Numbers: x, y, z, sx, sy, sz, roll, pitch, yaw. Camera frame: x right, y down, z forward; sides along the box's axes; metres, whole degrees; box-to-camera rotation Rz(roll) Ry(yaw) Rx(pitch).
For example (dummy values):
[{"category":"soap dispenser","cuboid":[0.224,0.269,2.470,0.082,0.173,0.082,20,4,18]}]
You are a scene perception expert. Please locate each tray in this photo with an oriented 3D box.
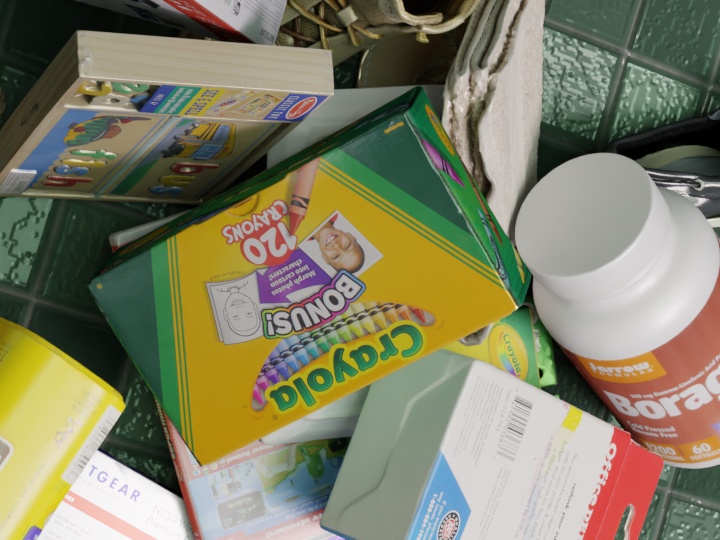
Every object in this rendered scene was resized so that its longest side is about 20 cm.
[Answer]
[{"category":"tray","cuboid":[0.000,0.000,1.225,0.107,0.022,0.201,-4,107,-20]}]

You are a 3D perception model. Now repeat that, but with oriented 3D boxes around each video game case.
[{"category":"video game case","cuboid":[-0.047,0.056,1.255,0.143,0.017,0.201,-18,97,-19]}]

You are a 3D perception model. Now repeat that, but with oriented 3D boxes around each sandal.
[{"category":"sandal","cuboid":[0.077,-0.159,1.299,0.078,0.070,0.212,42,80,-22]}]

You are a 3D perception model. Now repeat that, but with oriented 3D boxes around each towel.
[{"category":"towel","cuboid":[0.076,-0.070,1.245,0.200,0.034,0.133,87,19,-46]}]

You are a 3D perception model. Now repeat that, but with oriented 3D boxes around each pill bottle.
[{"category":"pill bottle","cuboid":[0.169,0.023,1.304,0.112,0.112,0.200,-51,135,-10]}]

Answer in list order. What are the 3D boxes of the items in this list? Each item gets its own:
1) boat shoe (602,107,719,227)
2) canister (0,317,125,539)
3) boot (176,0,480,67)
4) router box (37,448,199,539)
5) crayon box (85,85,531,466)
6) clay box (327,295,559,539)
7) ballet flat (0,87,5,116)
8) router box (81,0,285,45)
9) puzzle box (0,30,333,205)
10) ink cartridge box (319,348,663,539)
[{"category":"boat shoe","cuboid":[0.229,-0.072,1.367,0.199,0.075,0.066,-10,131,-13]},{"category":"canister","cuboid":[-0.220,0.125,1.169,0.087,0.148,0.200,38,80,-23]},{"category":"boot","cuboid":[-0.016,-0.138,1.216,0.200,0.155,0.073,-40,110,-13]},{"category":"router box","cuboid":[-0.138,0.210,1.266,0.200,0.049,0.180,34,83,-23]},{"category":"crayon box","cuboid":[-0.027,0.005,1.168,0.200,0.058,0.119,-28,102,18]},{"category":"clay box","cuboid":[0.035,0.087,1.323,0.200,0.048,0.115,-12,99,-19]},{"category":"ballet flat","cuboid":[-0.260,-0.143,1.155,0.200,0.071,0.065,28,121,-25]},{"category":"router box","cuboid":[-0.140,-0.165,1.095,0.179,0.200,0.049,16,90,10]},{"category":"puzzle box","cuboid":[-0.110,-0.075,1.164,0.133,0.200,0.025,1,75,-22]},{"category":"ink cartridge box","cuboid":[0.079,0.123,1.260,0.200,0.067,0.116,28,81,-46]}]
